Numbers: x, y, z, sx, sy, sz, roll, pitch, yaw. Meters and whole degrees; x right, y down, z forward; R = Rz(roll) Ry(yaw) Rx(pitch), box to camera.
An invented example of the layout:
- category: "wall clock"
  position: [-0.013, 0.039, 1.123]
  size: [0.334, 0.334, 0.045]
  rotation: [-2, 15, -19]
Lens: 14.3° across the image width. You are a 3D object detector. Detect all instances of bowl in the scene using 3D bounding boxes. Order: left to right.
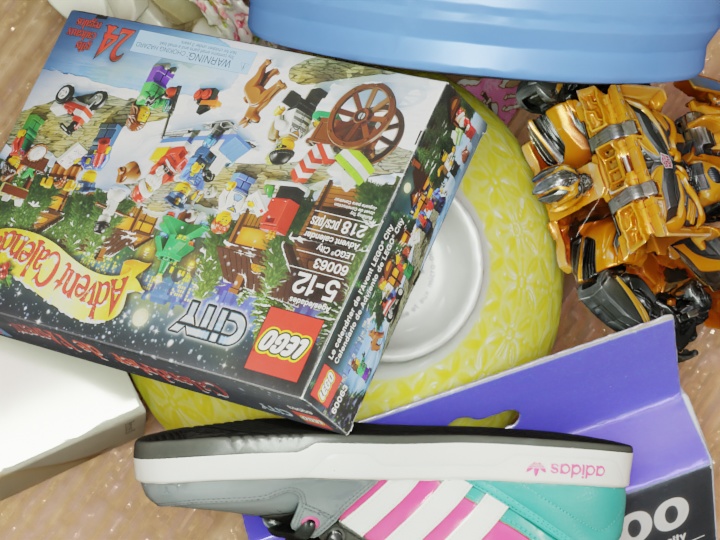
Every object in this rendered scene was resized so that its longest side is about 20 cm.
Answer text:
- category: "bowl"
  position: [0.000, 0.000, 1.194]
  size: [0.200, 0.108, 0.200]
  rotation: [1, 86, -11]
- category: "bowl"
  position: [0.048, -0.107, 1.166]
  size: [0.200, 0.201, 0.039]
  rotation: [5, 100, -3]

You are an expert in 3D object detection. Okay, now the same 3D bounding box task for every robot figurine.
- category: "robot figurine"
  position: [0.144, -0.031, 1.248]
  size: [0.058, 0.200, 0.145]
  rotation: [-29, 69, 32]

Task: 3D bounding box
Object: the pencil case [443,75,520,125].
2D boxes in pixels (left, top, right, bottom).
- category: "pencil case"
  position: [0.009, -0.049, 1.295]
  size: [0.086, 0.083, 0.200]
  rotation: [29, 78, 30]

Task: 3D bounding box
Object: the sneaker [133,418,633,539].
- category: "sneaker"
  position: [0.007, 0.121, 1.126]
  size: [0.200, 0.084, 0.121]
  rotation: [3, 91, -12]

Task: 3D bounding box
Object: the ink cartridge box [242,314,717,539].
- category: "ink cartridge box"
  position: [0.056, 0.128, 1.216]
  size: [0.198, 0.200, 0.043]
  rotation: [-19, 44, -7]

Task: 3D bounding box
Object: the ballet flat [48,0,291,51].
- category: "ballet flat"
  position: [-0.100, -0.112, 1.264]
  size: [0.076, 0.064, 0.200]
  rotation: [-32, 123, 28]

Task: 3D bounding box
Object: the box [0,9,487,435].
- category: "box"
  position: [-0.063, -0.024, 1.137]
  size: [0.200, 0.038, 0.137]
  rotation: [13, 72, 37]

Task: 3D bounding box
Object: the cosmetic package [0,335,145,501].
- category: "cosmetic package"
  position: [-0.198, 0.077, 1.245]
  size: [0.200, 0.104, 0.073]
  rotation: [-24, 84, -7]
